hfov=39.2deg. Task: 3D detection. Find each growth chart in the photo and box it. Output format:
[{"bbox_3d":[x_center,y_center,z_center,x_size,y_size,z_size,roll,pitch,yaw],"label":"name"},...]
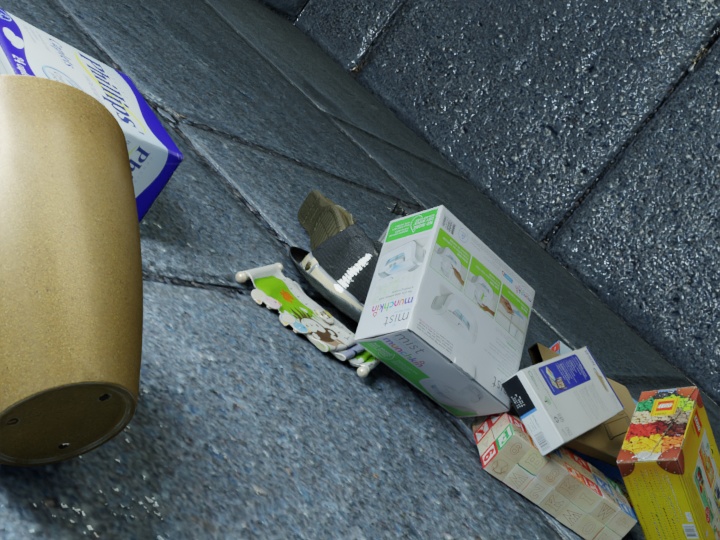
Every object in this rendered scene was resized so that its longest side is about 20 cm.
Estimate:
[{"bbox_3d":[-0.055,0.057,1.199,0.199,0.018,0.145,39,15,2],"label":"growth chart"}]

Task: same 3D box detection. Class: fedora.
[{"bbox_3d":[0.000,0.000,1.311,0.200,0.092,0.201,38,6,-5],"label":"fedora"}]

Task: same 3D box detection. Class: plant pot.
[{"bbox_3d":[-0.214,0.013,0.644,0.186,0.186,0.201,21,36,-51],"label":"plant pot"}]

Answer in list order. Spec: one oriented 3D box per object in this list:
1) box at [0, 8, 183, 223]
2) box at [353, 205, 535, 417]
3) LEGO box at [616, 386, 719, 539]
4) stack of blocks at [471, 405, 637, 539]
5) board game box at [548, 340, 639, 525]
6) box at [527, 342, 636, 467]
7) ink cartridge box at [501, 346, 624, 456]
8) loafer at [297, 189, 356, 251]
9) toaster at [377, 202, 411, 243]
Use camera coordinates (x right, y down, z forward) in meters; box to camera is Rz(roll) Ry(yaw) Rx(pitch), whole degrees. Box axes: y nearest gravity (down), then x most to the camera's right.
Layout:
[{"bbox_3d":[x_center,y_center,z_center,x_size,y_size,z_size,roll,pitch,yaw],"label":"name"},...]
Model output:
[{"bbox_3d":[-0.311,-0.157,1.032,0.199,0.105,0.184,25,20,-47],"label":"box"},{"bbox_3d":[0.110,0.054,1.236,0.200,0.096,0.178,38,55,-32],"label":"box"},{"bbox_3d":[0.402,0.273,1.270,0.149,0.077,0.202,-47,119,-51],"label":"LEGO box"},{"bbox_3d":[0.237,0.249,1.254,0.199,0.059,0.115,36,14,-12],"label":"stack of blocks"},{"bbox_3d":[0.335,0.225,1.425,0.199,0.056,0.196,38,29,-11],"label":"board game box"},{"bbox_3d":[0.319,0.192,1.364,0.199,0.021,0.164,25,34,-31],"label":"box"},{"bbox_3d":[0.255,0.158,1.256,0.199,0.039,0.100,-8,63,-53],"label":"ink cartridge box"},{"bbox_3d":[-0.037,-0.060,1.491,0.067,0.076,0.200,24,19,-26],"label":"loafer"},{"bbox_3d":[0.076,0.013,1.437,0.200,0.130,0.113,43,14,13],"label":"toaster"}]
